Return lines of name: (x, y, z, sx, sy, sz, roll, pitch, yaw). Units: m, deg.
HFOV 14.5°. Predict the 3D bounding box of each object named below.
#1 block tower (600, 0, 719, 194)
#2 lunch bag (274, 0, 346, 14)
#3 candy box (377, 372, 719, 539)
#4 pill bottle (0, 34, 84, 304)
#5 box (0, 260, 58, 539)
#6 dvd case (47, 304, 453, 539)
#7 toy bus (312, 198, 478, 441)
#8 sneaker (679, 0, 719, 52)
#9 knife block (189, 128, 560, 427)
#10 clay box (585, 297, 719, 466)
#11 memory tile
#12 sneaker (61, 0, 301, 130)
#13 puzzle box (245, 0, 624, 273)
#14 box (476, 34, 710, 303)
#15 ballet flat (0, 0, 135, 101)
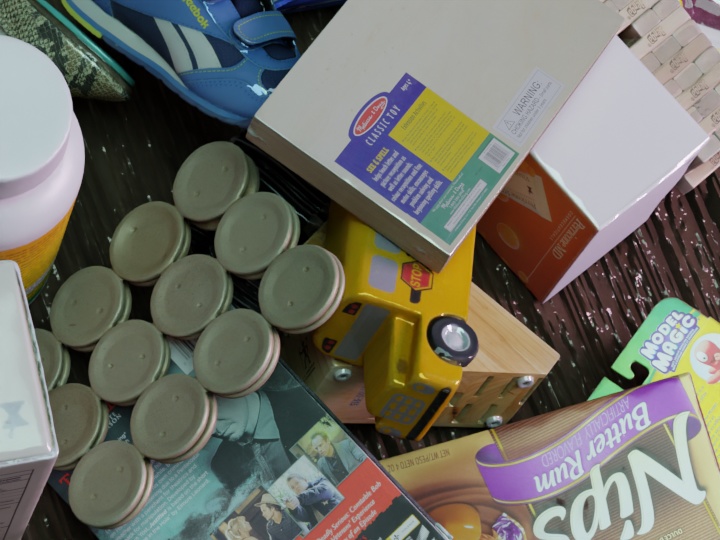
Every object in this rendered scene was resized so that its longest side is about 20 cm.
block tower: (0.157, -0.144, 1.685, 0.054, 0.058, 0.200, -39, 91, -18)
lunch bag: (-0.050, -0.227, 1.720, 0.200, 0.076, 0.160, -14, 75, -19)
candy box: (0.107, 0.143, 1.590, 0.200, 0.056, 0.117, -16, 74, 3)
pill bottle: (-0.210, -0.049, 1.541, 0.113, 0.200, 0.113, 5, 68, -11)
box: (-0.240, 0.084, 1.482, 0.128, 0.200, 0.109, -8, 72, -17)
dvd case: (-0.067, 0.127, 1.569, 0.146, 0.022, 0.200, -44, 81, 1)
toy bus: (0.023, -0.007, 1.574, 0.078, 0.065, 0.200, 19, 51, -14)
sneaker: (0.245, -0.157, 1.762, 0.200, 0.075, 0.090, 18, 72, -7)
knife block: (0.000, 0.000, 1.642, 0.200, 0.064, 0.176, 3, 57, -25)
clay box: (0.225, 0.117, 1.653, 0.200, 0.048, 0.115, 37, 79, 3)
memory tile: (-0.108, 0.034, 1.559, 0.200, 0.017, 0.153, -46, 51, 4)
sneaker: (-0.080, -0.140, 1.603, 0.200, 0.082, 0.074, 34, 20, 18)
puzzle box: (0.043, -0.108, 1.574, 0.133, 0.025, 0.200, 36, 60, 3)
box: (0.091, -0.101, 1.676, 0.097, 0.124, 0.200, -38, 81, -23)
ballet flat: (-0.216, -0.155, 1.664, 0.075, 0.068, 0.200, -39, 75, -2)
